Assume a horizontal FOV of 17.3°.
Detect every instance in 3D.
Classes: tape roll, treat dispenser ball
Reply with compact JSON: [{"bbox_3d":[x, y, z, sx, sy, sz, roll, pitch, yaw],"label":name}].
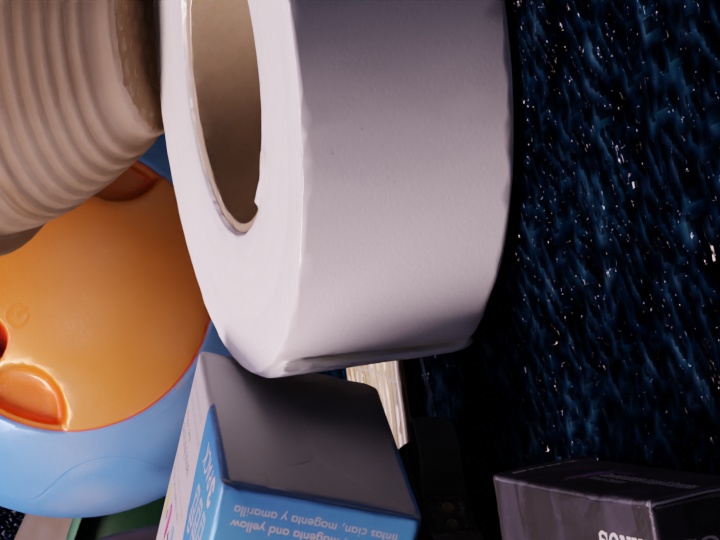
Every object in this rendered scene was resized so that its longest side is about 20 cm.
[{"bbox_3d":[-0.015,-0.067,0.793,0.202,0.071,0.203,173,90,-73],"label":"tape roll"},{"bbox_3d":[-0.135,0.015,1.112,0.201,0.200,0.202,172,90,-78],"label":"treat dispenser ball"}]

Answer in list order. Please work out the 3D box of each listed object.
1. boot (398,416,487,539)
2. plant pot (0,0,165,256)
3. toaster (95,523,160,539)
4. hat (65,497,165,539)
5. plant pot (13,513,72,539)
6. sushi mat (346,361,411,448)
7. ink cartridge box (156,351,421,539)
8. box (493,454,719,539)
[{"bbox_3d":[0.032,0.172,0.793,0.174,0.069,0.201,-115,31,-54],"label":"boot"},{"bbox_3d":[-0.117,-0.104,0.897,0.201,0.092,0.202,1,-90,-74],"label":"plant pot"},{"bbox_3d":[-0.036,0.193,0.972,0.200,0.118,0.182,170,91,-77],"label":"toaster"},{"bbox_3d":[-0.049,0.157,1.241,0.166,0.175,0.200,95,-159,-45],"label":"hat"},{"bbox_3d":[-0.149,0.229,1.409,0.200,0.199,0.174,166,114,-77],"label":"plant pot"},{"bbox_3d":[0.000,0.000,0.930,0.096,0.012,0.201,178,85,-77],"label":"sushi mat"},{"bbox_3d":[-0.042,0.144,0.799,0.115,0.068,0.201,-110,33,-70],"label":"ink cartridge box"},{"bbox_3d":[0.080,0.151,0.613,0.143,0.036,0.201,166,97,-78],"label":"box"}]
